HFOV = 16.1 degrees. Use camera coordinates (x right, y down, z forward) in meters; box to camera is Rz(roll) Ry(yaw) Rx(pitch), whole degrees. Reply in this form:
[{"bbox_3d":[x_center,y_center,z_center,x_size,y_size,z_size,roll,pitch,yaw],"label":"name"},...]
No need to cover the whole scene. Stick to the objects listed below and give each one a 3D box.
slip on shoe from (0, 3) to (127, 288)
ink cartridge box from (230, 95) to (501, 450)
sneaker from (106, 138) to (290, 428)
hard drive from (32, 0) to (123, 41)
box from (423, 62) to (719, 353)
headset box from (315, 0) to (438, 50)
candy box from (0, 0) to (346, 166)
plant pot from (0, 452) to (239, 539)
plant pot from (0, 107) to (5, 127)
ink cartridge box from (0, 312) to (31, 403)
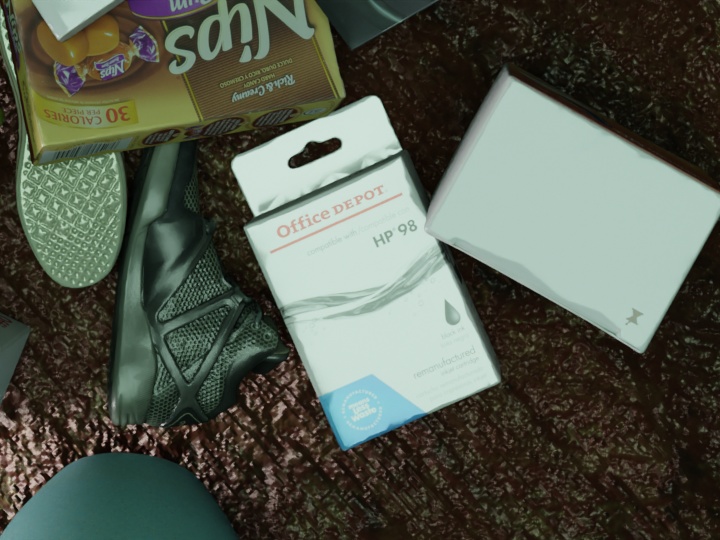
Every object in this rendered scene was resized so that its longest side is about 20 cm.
[{"bbox_3d":[-0.193,-0.089,1.649,0.074,0.061,0.202,-11,93,-1],"label":"slip on shoe"},{"bbox_3d":[0.000,0.000,1.647,0.115,0.067,0.201,-24,95,6],"label":"ink cartridge box"},{"bbox_3d":[-0.102,0.003,1.652,0.113,0.076,0.201,4,88,-12],"label":"sneaker"},{"bbox_3d":[-0.183,-0.259,1.546,0.132,0.025,0.201,-34,89,1],"label":"hard drive"},{"bbox_3d":[0.130,-0.044,1.568,0.152,0.200,0.107,29,97,-1],"label":"box"},{"bbox_3d":[0.022,-0.256,1.551,0.174,0.093,0.200,-28,106,37],"label":"headset box"},{"bbox_3d":[-0.119,-0.142,1.601,0.199,0.056,0.118,-10,82,-15],"label":"candy box"},{"bbox_3d":[-0.154,0.197,1.633,0.198,0.200,0.136,1,61,3],"label":"plant pot"},{"bbox_3d":[-0.335,-0.105,1.600,0.193,0.200,0.201,37,97,-11],"label":"plant pot"},{"bbox_3d":[-0.324,0.039,1.630,0.199,0.145,0.085,26,97,-1],"label":"ink cartridge box"}]
